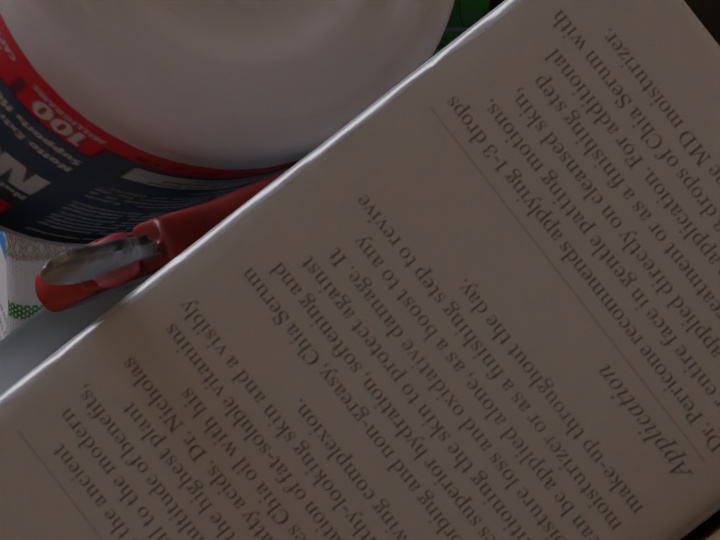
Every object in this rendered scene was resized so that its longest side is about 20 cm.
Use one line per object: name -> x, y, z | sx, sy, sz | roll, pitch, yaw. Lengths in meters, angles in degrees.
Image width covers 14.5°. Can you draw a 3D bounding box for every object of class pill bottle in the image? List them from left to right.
pill bottle -> -0.065, -0.069, 0.742 | 0.120, 0.120, 0.200 | -38, 6, -23

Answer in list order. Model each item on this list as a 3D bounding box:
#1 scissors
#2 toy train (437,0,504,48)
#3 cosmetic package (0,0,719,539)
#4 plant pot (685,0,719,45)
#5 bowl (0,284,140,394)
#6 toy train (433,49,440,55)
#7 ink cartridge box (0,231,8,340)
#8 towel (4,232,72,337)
scissors -> -0.056, 0.001, 0.598 | 0.073, 0.014, 0.200 | -20, 3, 17
toy train -> 0.011, -0.085, 0.763 | 0.042, 0.056, 0.200 | 7, 2, -28
cosmetic package -> 0.001, 0.034, 0.557 | 0.200, 0.101, 0.071 | -37, 0, 2
plant pot -> 0.126, -0.103, 0.839 | 0.200, 0.200, 0.175 | -39, -18, -56
bowl -> 0.005, 0.022, 0.708 | 0.201, 0.090, 0.201 | -27, 10, 5
toy train -> 0.000, 0.000, 0.829 | 0.056, 0.042, 0.200 | 179, 105, -78
ink cartridge box -> -0.112, 0.051, 1.140 | 0.084, 0.145, 0.200 | -5, -34, -31
towel -> -0.053, 0.008, 0.992 | 0.149, 0.200, 0.031 | -13, 29, -29
